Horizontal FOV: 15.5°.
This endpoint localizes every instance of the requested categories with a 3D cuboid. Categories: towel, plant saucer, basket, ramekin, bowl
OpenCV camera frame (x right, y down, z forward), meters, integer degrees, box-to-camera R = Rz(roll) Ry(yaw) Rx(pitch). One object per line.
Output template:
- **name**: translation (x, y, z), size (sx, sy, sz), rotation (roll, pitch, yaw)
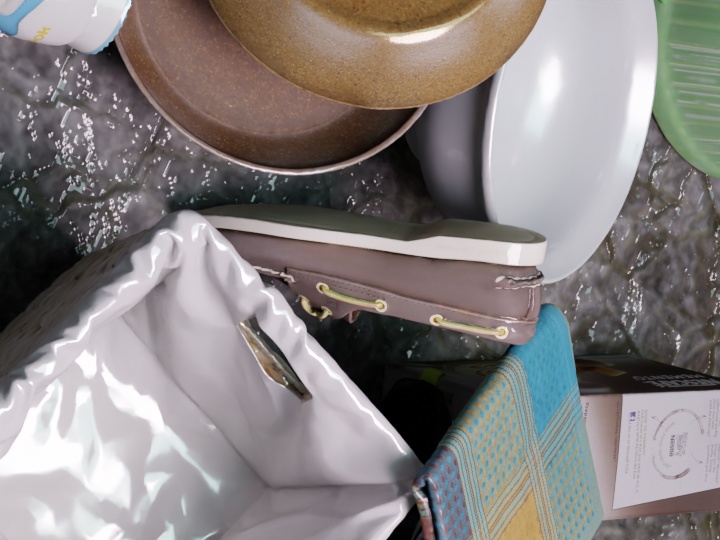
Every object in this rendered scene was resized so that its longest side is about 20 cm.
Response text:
- **towel**: translation (0.079, 0.121, 1.407), size (0.200, 0.022, 0.147), rotation (-47, 131, -55)
- **plant saucer**: translation (0.011, -0.185, 1.379), size (0.200, 0.035, 0.200), rotation (3, 77, -12)
- **basket**: translation (-0.113, 0.105, 1.338), size (0.200, 0.161, 0.198), rotation (-47, 106, -20)
- **ramekin**: translation (0.281, -0.148, 1.660), size (0.200, 0.098, 0.200), rotation (-9, 105, -36)
- **plant saucer**: translation (-0.046, -0.147, 1.410), size (0.200, 0.037, 0.200), rotation (3, 82, -21)
- **bowl**: translation (0.086, -0.098, 1.505), size (0.201, 0.090, 0.201), rotation (-31, 128, -52)

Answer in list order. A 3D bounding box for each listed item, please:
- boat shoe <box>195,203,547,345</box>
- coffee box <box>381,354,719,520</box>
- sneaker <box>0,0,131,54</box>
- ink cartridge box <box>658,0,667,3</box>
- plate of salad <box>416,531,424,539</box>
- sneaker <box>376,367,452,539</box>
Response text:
- **boat shoe**: translation (0.000, 0.000, 1.423), size (0.072, 0.200, 0.060), rotation (-38, 132, -72)
- **coffee box**: translation (0.122, 0.099, 1.579), size (0.200, 0.114, 0.080), rotation (0, 100, -38)
- **sneaker**: translation (-0.145, -0.212, 1.318), size (0.081, 0.077, 0.200), rotation (10, 91, -34)
- **ink cartridge box**: translation (0.204, -0.272, 1.518), size (0.200, 0.084, 0.146), rotation (-49, 163, -5)
- **plate of salad**: translation (0.059, 0.239, 1.517), size (0.048, 0.200, 0.200), rotation (-21, 114, -8)
- **sneaker**: translation (-0.004, 0.135, 1.436), size (0.083, 0.072, 0.200), rotation (88, 24, -53)
